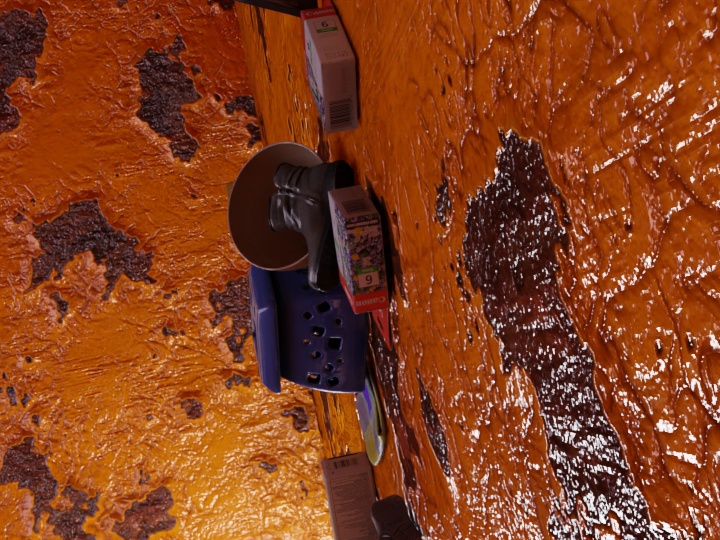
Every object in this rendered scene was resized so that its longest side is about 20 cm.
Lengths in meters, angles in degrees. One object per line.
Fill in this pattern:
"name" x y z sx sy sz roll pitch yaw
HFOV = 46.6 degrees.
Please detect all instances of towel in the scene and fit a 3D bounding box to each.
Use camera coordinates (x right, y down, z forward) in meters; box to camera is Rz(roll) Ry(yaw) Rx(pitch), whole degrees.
"towel" 0.017 0.257 1.488 0.201 0.022 0.145 96 162 -64

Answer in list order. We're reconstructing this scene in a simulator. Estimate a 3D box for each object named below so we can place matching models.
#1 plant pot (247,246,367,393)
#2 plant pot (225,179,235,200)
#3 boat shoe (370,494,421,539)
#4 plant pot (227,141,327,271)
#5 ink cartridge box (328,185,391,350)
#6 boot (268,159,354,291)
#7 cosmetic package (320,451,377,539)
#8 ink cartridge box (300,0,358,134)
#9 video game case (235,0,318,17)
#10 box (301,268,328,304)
"plant pot" -0.093 0.080 1.406 0.201 0.177 0.203 -113 19 -59
"plant pot" -0.365 -0.217 2.885 0.201 0.174 0.202 94 162 -61
"boat shoe" 0.063 0.427 1.285 0.200 0.074 0.074 -99 -9 -70
"plant pot" -0.096 -0.091 1.352 0.134 0.198 0.203 17 -125 -59
"ink cartridge box" 0.000 0.000 1.128 0.109 0.050 0.203 -118 20 -63
"boot" -0.080 -0.065 1.232 0.067 0.129 0.203 26 -113 -53
"cosmetic package" -0.017 0.494 1.748 0.087 0.102 0.203 -127 29 -74
"ink cartridge box" -0.049 -0.291 1.136 0.110 0.050 0.201 88 168 -47
"video game case" -0.132 -0.459 1.176 0.019 0.141 0.203 -25 71 47
"box" -0.099 -0.024 1.578 0.197 0.116 0.202 -116 18 -59
